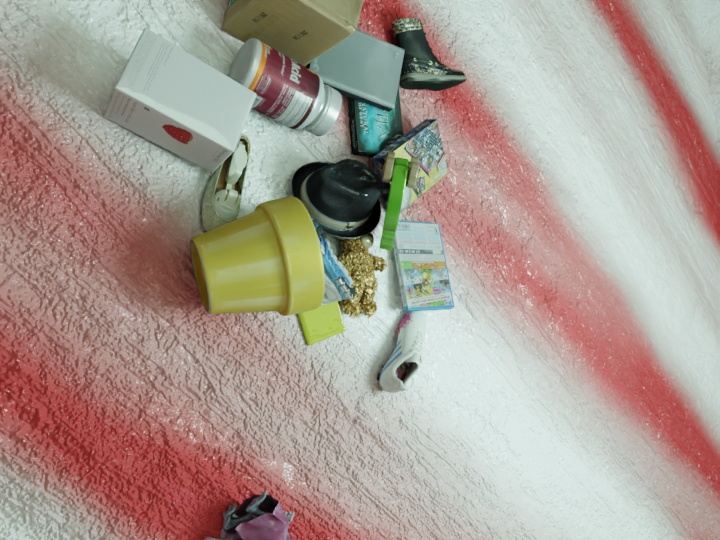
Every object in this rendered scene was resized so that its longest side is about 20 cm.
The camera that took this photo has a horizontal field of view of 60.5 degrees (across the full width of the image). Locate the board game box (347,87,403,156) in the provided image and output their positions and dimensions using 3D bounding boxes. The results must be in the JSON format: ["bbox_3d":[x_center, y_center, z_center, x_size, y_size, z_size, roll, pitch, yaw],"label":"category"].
[{"bbox_3d":[0.033,-0.350,1.354,0.134,0.028,0.202,-2,85,-37],"label":"board game box"}]

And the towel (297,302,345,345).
[{"bbox_3d":[-0.096,0.038,1.203,0.085,0.018,0.202,-19,97,-18],"label":"towel"}]

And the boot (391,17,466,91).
[{"bbox_3d":[0.161,-0.506,1.445,0.202,0.073,0.155,-12,89,-37],"label":"boot"}]

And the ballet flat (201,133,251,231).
[{"bbox_3d":[-0.237,-0.152,1.099,0.067,0.062,0.202,15,75,-35],"label":"ballet flat"}]

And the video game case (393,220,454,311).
[{"bbox_3d":[0.138,-0.011,1.377,0.142,0.018,0.202,1,74,-38],"label":"video game case"}]

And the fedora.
[{"bbox_3d":[-0.031,-0.160,1.205,0.199,0.092,0.202,17,53,-24],"label":"fedora"}]

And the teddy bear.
[{"bbox_3d":[0.000,0.000,1.258,0.144,0.066,0.202,22,72,-36],"label":"teddy bear"}]

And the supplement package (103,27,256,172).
[{"bbox_3d":[-0.296,-0.273,1.019,0.199,0.121,0.121,26,68,-24],"label":"supplement package"}]

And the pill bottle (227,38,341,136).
[{"bbox_3d":[-0.141,-0.338,1.164,0.199,0.114,0.115,20,72,-34],"label":"pill bottle"}]

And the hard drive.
[{"bbox_3d":[-0.011,-0.433,1.296,0.198,0.033,0.141,15,78,-20],"label":"hard drive"}]

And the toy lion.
[{"bbox_3d":[0.066,-0.131,1.223,0.068,0.200,0.193,11,105,1],"label":"toy lion"}]

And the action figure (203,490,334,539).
[{"bbox_3d":[-0.140,0.475,1.047,0.149,0.134,0.201,-43,107,-32],"label":"action figure"}]

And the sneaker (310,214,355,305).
[{"bbox_3d":[-0.091,-0.017,1.152,0.201,0.086,0.075,62,16,-17],"label":"sneaker"}]

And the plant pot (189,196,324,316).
[{"bbox_3d":[-0.182,-0.012,1.051,0.187,0.200,0.203,-13,92,-22],"label":"plant pot"}]

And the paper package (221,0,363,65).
[{"bbox_3d":[-0.129,-0.486,1.139,0.190,0.199,0.104,19,73,-35],"label":"paper package"}]

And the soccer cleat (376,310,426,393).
[{"bbox_3d":[0.108,0.171,1.306,0.070,0.086,0.201,40,62,-26],"label":"soccer cleat"}]

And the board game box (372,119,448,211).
[{"bbox_3d":[0.115,-0.233,1.371,0.200,0.034,0.136,-40,127,-34],"label":"board game box"}]
